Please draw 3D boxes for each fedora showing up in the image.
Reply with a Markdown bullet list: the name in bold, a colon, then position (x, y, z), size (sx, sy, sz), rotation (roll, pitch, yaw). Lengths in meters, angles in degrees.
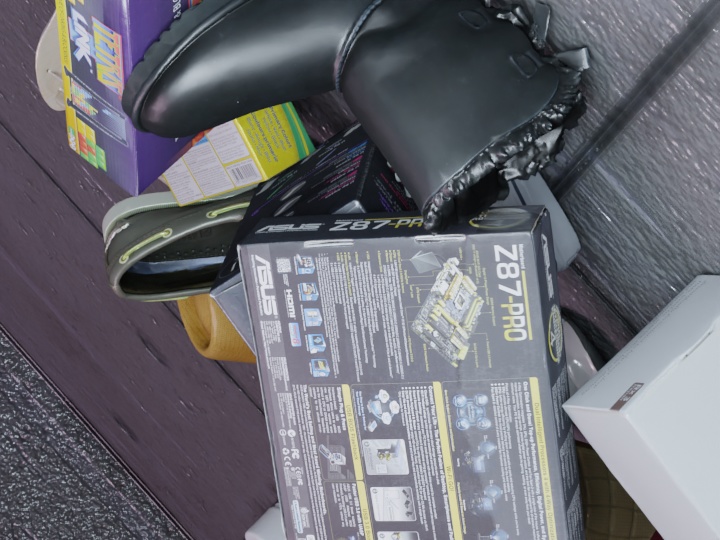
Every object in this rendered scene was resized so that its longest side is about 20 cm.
- **fedora**: position (-0.085, 0.000, 1.615), size (0.201, 0.082, 0.201), rotation (177, 90, -72)

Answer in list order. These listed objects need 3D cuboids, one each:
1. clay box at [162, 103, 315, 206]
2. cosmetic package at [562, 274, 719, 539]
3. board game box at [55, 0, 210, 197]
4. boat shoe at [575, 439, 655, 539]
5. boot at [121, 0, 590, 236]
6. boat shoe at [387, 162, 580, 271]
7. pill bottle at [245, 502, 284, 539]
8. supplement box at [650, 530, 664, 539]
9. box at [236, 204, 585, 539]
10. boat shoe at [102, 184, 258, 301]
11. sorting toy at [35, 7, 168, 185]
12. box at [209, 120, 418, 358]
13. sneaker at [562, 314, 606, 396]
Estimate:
- **clay box**: position (-0.115, -0.143, 1.398), size (0.115, 0.048, 0.200), rotation (-12, 107, 56)
- **cosmetic package**: position (0.213, 0.110, 1.180), size (0.200, 0.113, 0.081), rotation (53, 164, -10)
- **board game box**: position (-0.082, -0.155, 1.192), size (0.057, 0.165, 0.200), rotation (36, 154, 17)
- **boat shoe**: position (0.085, 0.118, 1.327), size (0.200, 0.072, 0.068), rotation (15, -165, -25)
- **boot**: position (0.002, -0.087, 1.141), size (0.163, 0.198, 0.073), rotation (51, 169, 17)
- **boat shoe**: position (0.051, -0.065, 1.280), size (0.200, 0.067, 0.074), rotation (54, 164, -17)
- **pill bottle**: position (0.021, 0.158, 1.644), size (0.114, 0.200, 0.114), rotation (44, 164, 16)
- **supplement box**: position (0.127, 0.204, 1.466), size (0.061, 0.200, 0.109), rotation (53, 164, -16)
- **box**: position (0.029, 0.068, 1.209), size (0.161, 0.049, 0.200), rotation (-2, 110, 19)
- **boat shoe**: position (-0.068, -0.022, 1.480), size (0.060, 0.201, 0.072), rotation (-97, -5, -46)
- **sorting toy**: position (-0.142, -0.158, 1.534), size (0.200, 0.107, 0.180), rotation (36, 155, 39)
- **box**: position (0.000, 0.000, 1.331), size (0.122, 0.106, 0.200), rotation (54, -164, -13)
- **sneaker**: position (0.081, 0.063, 1.471), size (0.075, 0.087, 0.200), rotation (52, 165, -18)
